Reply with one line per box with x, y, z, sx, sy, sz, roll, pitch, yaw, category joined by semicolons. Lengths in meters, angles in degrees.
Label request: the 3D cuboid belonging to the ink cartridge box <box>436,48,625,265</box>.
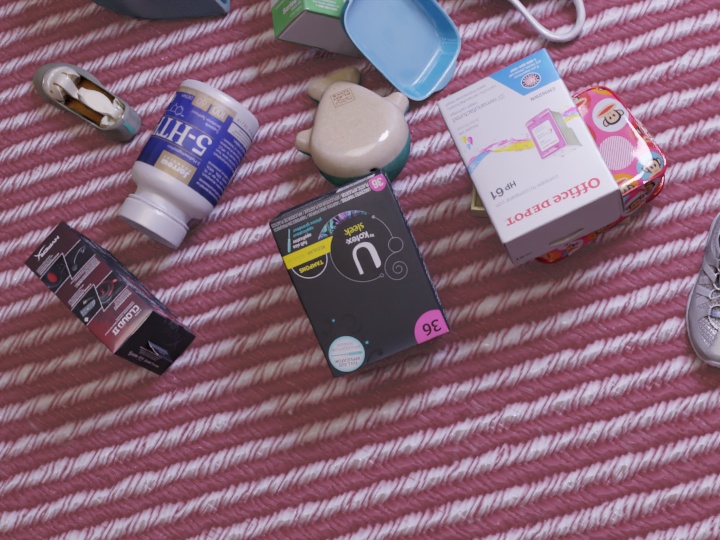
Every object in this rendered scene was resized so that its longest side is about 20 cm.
0.195;-0.129;1.265;0.144;0.085;0.201;-26;68;8;ink cartridge box

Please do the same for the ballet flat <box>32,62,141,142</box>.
-0.392;-0.249;1.548;0.199;0.064;0.068;32;82;19;ballet flat

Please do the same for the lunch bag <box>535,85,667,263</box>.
0.249;-0.125;1.333;0.199;0.082;0.177;-33;69;2;lunch bag

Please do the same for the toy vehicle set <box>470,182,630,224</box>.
0.243;-0.126;1.393;0.198;0.027;0.125;4;75;13;toy vehicle set

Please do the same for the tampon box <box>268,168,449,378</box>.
0.000;0.000;1.318;0.149;0.126;0.201;-23;97;5;tampon box

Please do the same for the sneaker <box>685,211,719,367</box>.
0.423;0.012;1.283;0.074;0.082;0.202;6;75;14;sneaker

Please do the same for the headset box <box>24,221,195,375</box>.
-0.308;0.044;1.397;0.200;0.149;0.075;41;87;19;headset box

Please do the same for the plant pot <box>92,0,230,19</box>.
-0.314;-0.467;1.535;0.199;0.196;0.197;-8;72;18;plant pot

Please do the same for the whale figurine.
-0.008;-0.182;1.440;0.158;0.104;0.201;-24;46;0;whale figurine

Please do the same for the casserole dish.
0.048;-0.310;1.427;0.121;0.200;0.039;-55;36;-8;casserole dish

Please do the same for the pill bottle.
-0.230;-0.137;1.450;0.119;0.120;0.201;25;80;18;pill bottle

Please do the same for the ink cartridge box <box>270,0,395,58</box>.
-0.046;-0.401;1.470;0.084;0.145;0.201;-31;62;50;ink cartridge box

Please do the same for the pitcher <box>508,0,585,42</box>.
0.211;-0.398;1.443;0.198;0.121;0.173;13;92;4;pitcher
